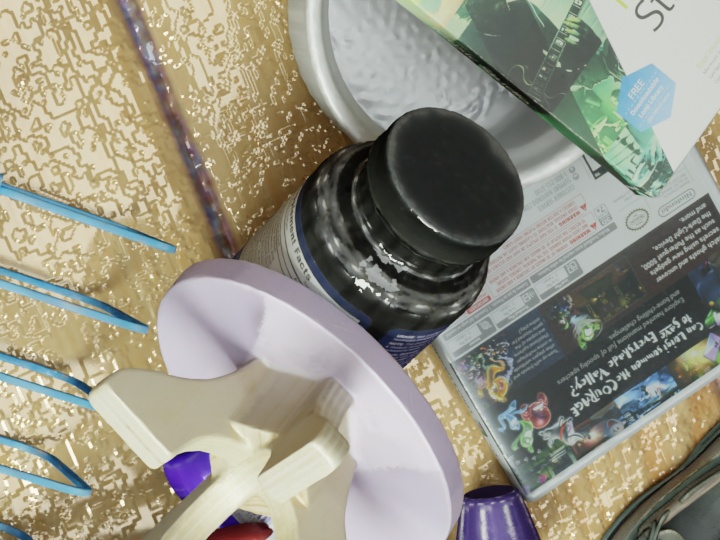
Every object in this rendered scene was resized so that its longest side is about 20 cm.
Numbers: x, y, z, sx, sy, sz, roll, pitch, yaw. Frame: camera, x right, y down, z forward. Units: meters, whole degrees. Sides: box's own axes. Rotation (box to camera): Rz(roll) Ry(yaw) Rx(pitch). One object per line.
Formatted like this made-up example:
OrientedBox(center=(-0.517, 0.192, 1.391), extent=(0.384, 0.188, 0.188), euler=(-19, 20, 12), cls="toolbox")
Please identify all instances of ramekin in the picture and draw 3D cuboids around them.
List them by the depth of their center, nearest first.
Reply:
OrientedBox(center=(0.054, -0.147, 1.517), extent=(0.200, 0.098, 0.201), euler=(-2, 97, -15), cls="ramekin")

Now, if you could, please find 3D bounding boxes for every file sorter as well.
OrientedBox(center=(-0.196, 0.051, 1.449), extent=(0.123, 0.139, 0.200), euler=(19, 90, -20), cls="file sorter")

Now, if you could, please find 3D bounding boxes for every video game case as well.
OrientedBox(center=(0.136, 0.010, 1.596), extent=(0.200, 0.023, 0.182), euler=(-33, 103, -11), cls="video game case")

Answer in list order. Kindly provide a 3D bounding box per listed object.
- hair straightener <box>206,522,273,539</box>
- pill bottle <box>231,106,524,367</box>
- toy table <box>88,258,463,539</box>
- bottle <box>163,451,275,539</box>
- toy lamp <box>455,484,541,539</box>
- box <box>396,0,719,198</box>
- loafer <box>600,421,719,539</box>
OrientedBox(center=(-0.140, 0.195, 1.469), extent=(0.200, 0.041, 0.077), euler=(-12, 98, -10), cls="hair straightener")
OrientedBox(center=(0.000, 0.000, 1.449), extent=(0.112, 0.200, 0.112), euler=(19, 51, -25), cls="pill bottle")
OrientedBox(center=(-0.046, 0.100, 1.394), extent=(0.200, 0.184, 0.117), euler=(39, 43, -1), cls="toy table")
OrientedBox(center=(-0.023, 0.156, 1.541), extent=(0.200, 0.065, 0.084), euler=(47, 68, -15), cls="bottle")
OrientedBox(center=(0.092, 0.228, 1.588), extent=(0.058, 0.058, 0.200), euler=(-12, 101, -14), cls="toy lamp")
OrientedBox(center=(0.126, -0.155, 1.467), extent=(0.200, 0.036, 0.144), euler=(37, 85, -16), cls="box")
OrientedBox(center=(0.202, 0.158, 1.607), extent=(0.072, 0.063, 0.200), euler=(41, 84, -15), cls="loafer")
